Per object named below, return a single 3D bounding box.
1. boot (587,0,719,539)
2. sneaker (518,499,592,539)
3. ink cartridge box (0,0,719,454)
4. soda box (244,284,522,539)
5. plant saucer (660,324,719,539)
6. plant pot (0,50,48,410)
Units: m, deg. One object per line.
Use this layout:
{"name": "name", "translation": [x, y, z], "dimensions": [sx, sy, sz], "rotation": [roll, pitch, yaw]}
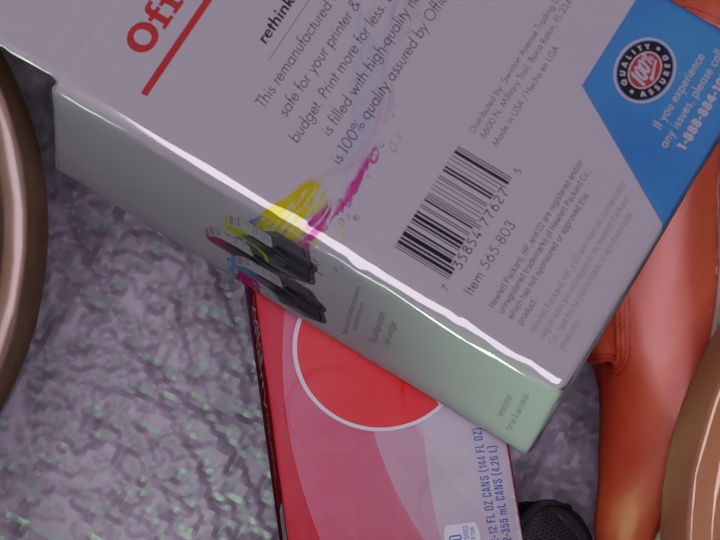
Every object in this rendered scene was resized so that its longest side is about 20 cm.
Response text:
{"name": "boot", "translation": [0.079, 0.001, 0.890], "dimensions": [0.107, 0.075, 0.200], "rotation": [7, 92, 15]}
{"name": "sneaker", "translation": [-0.016, 0.115, 0.888], "dimensions": [0.200, 0.074, 0.085], "rotation": [-6, 84, -10]}
{"name": "ink cartridge box", "translation": [-0.006, -0.054, 0.802], "dimensions": [0.200, 0.068, 0.115], "rotation": [32, 71, 5]}
{"name": "soda box", "translation": [0.000, 0.000, 0.855], "dimensions": [0.070, 0.063, 0.200], "rotation": [-8, 72, -3]}
{"name": "plant saucer", "translation": [0.183, 0.071, 0.864], "dimensions": [0.200, 0.032, 0.201], "rotation": [-4, 98, -25]}
{"name": "plant pot", "translation": [-0.180, -0.011, 0.859], "dimensions": [0.201, 0.093, 0.201], "rotation": [0, 91, 12]}
